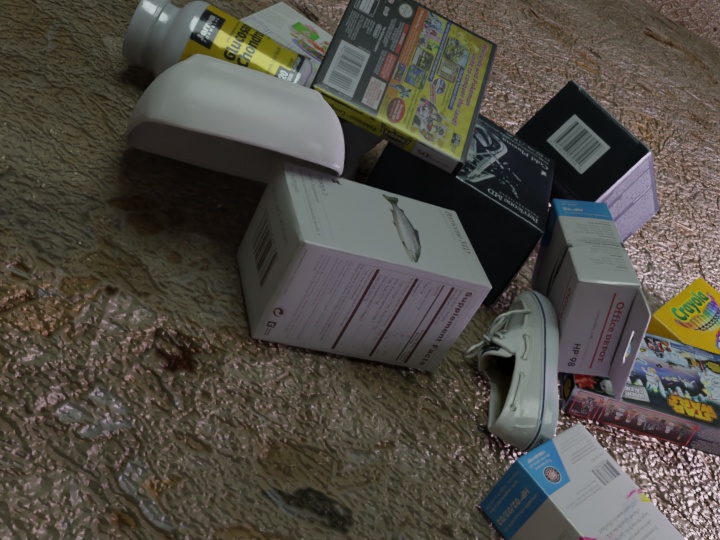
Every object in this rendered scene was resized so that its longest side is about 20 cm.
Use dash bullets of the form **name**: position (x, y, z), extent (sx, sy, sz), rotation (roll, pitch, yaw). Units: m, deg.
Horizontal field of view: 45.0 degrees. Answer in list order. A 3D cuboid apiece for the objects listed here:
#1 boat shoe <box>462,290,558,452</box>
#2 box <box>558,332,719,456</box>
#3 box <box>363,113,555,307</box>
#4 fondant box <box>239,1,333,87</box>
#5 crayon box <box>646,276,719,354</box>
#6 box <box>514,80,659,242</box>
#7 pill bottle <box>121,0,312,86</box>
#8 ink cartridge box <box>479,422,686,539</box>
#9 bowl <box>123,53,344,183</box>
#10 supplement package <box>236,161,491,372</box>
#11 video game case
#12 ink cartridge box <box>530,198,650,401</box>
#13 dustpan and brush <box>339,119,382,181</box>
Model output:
- **boat shoe**: position (0.145, 0.087, 0.872), extent (0.084, 0.075, 0.204), rotation (21, 44, -9)
- **box**: position (0.314, 0.122, 0.952), extent (0.195, 0.040, 0.138), rotation (16, 35, -3)
- **box**: position (0.113, -0.096, 1.029), extent (0.197, 0.125, 0.198), rotation (31, 35, -2)
- **fondant box**: position (-0.096, -0.273, 1.141), extent (0.143, 0.059, 0.200), rotation (34, 34, 3)
- **crayon box**: position (0.456, 0.106, 1.109), extent (0.173, 0.059, 0.198), rotation (46, 35, 19)
- **box**: position (0.309, -0.130, 1.170), extent (0.149, 0.107, 0.200), rotation (51, 4, 27)
- **pill bottle**: position (-0.161, -0.230, 0.979), extent (0.197, 0.113, 0.113), rotation (26, 33, -9)
- **ink cartridge box**: position (0.208, 0.237, 0.722), extent (0.114, 0.068, 0.201), rotation (-11, 52, -47)
- **bowl**: position (-0.118, -0.141, 0.833), extent (0.196, 0.076, 0.199), rotation (14, -4, -21)
- **supplement package**: position (0.000, 0.000, 0.810), extent (0.196, 0.118, 0.118), rotation (13, 35, -28)
- **video game case**: position (0.051, -0.218, 0.952), extent (0.178, 0.026, 0.203), rotation (25, 54, -7)
- **ink cartridge box**: position (0.235, 0.026, 0.914), extent (0.065, 0.118, 0.202), rotation (6, 34, -3)
- **dustpan and brush**: position (-0.005, -0.161, 1.042), extent (0.058, 0.137, 0.202), rotation (54, 42, -28)
